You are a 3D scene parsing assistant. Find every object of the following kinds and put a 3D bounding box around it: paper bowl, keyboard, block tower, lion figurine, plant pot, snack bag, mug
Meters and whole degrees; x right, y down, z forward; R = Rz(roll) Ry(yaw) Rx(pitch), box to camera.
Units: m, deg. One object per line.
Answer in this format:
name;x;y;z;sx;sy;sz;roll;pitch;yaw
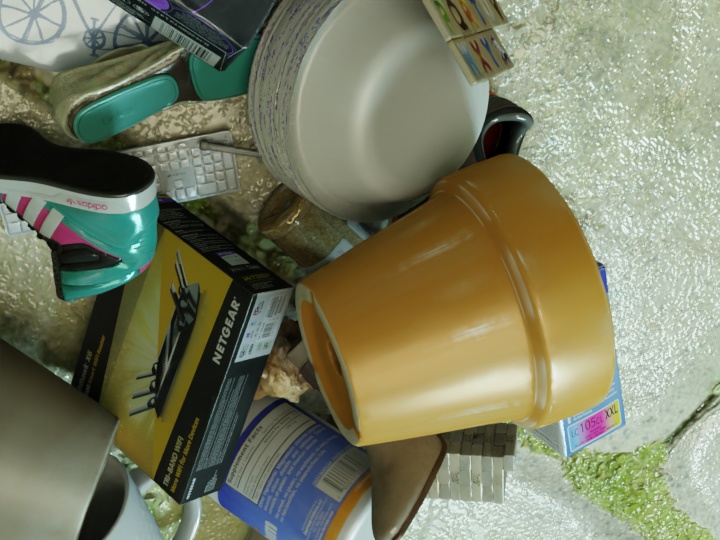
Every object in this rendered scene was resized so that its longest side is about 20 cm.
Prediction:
paper bowl;0.020;-0.135;0.891;0.199;0.104;0.203;-20;125;-31
keyboard;-0.200;-0.073;0.960;0.198;0.011;0.057;-12;117;-9
block tower;0.046;0.174;1.078;0.197;0.054;0.058;1;118;11
lion figurine;-0.009;0.089;1.024;0.198;0.123;0.073;18;109;-23
plant pot;0.057;0.038;0.851;0.181;0.200;0.202;-20;119;-15
snack bag;-0.185;-0.239;0.879;0.186;0.021;0.202;9;112;-20
plant pot;-0.291;0.145;0.912;0.172;0.200;0.202;21;109;-9
mug;-0.225;0.259;1.048;0.200;0.147;0.177;-42;132;-28

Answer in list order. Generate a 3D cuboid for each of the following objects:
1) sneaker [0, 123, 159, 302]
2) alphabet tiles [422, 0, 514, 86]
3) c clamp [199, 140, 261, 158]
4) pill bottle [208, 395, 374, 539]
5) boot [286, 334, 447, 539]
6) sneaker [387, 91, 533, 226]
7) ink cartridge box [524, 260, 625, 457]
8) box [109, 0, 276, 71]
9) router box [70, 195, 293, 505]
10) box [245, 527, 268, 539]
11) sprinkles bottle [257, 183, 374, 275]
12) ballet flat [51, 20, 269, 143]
sneaker;-0.236;-0.039;0.897;0.198;0.084;0.122;16;130;24
alphabet tiles;0.064;-0.219;0.848;0.008;0.200;0.168;-29;93;23
c clamp;-0.024;-0.171;0.947;0.169;0.027;0.202;11;110;-24
pill bottle;-0.066;0.175;1.007;0.112;0.199;0.113;-46;153;-32
boot;0.003;0.105;0.929;0.146;0.201;0.070;38;130;-9
sneaker;0.085;-0.057;0.975;0.077;0.082;0.202;21;90;-35
ink cartridge box;0.158;0.046;1.036;0.076;0.136;0.202;-27;121;-20
box;-0.089;-0.260;0.802;0.122;0.106;0.201;31;83;-14
router box;-0.154;0.063;0.951;0.052;0.157;0.202;-9;126;-53
box;-0.072;0.297;1.123;0.077;0.095;0.202;17;108;-21
sprinkles bottle;0.000;0.000;1.016;0.068;0.068;0.200;-44;117;8
ballet flat;-0.141;-0.159;0.882;0.198;0.063;0.068;-21;145;-16
